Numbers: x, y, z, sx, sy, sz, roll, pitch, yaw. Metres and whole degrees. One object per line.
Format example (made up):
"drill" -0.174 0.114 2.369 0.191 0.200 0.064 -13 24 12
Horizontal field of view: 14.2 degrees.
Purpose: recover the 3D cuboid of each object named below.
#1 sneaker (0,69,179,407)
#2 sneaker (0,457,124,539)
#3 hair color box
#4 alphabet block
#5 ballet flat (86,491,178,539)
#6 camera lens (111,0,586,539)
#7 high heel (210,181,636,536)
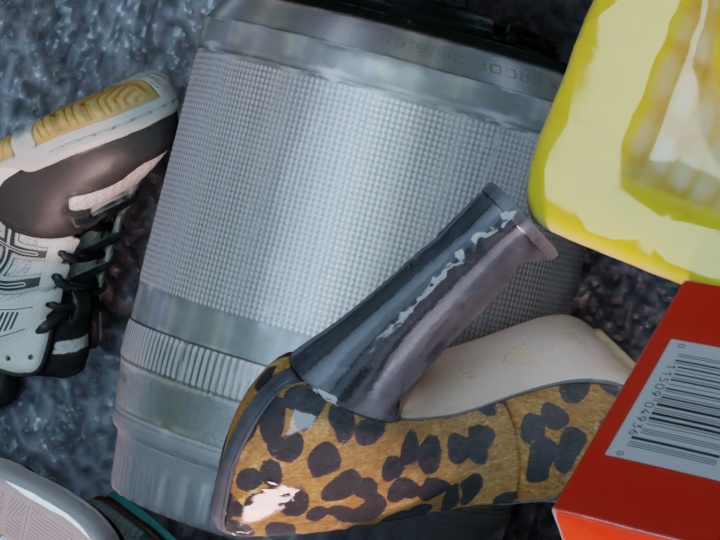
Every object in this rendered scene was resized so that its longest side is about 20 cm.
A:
"sneaker" -0.120 -0.006 1.140 0.200 0.075 0.088 -36 82 46
"sneaker" -0.162 0.091 1.145 0.199 0.112 0.074 4 104 24
"hair color box" 0.130 0.110 0.940 0.061 0.201 0.102 12 53 31
"alphabet block" 0.193 -0.070 0.993 0.194 0.200 0.198 20 94 18
"ballet flat" -0.049 0.161 1.105 0.200 0.069 0.071 34 72 22
"camera lens" 0.000 0.000 1.073 0.159 0.160 0.201 15 92 18
"high heel" 0.041 0.076 0.991 0.142 0.200 0.071 -42 38 -2
